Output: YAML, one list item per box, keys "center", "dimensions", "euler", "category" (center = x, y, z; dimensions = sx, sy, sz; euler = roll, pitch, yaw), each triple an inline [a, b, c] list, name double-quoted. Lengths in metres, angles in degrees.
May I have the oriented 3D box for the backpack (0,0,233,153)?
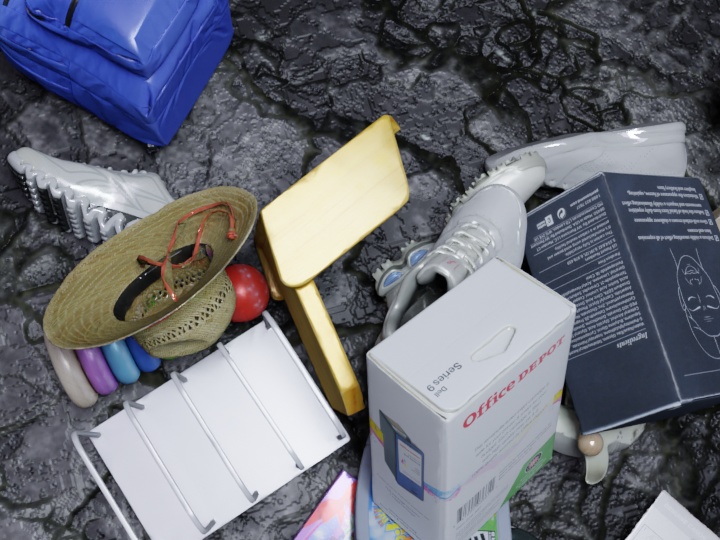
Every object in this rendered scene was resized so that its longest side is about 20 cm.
- center: [-0.238, -0.242, 0.895]
  dimensions: [0.200, 0.168, 0.163]
  euler: [28, 72, 6]
  category: "backpack"

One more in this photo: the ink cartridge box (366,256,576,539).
- center: [0.085, 0.110, 0.762]
  dimensions: [0.145, 0.200, 0.087]
  euler: [-36, 55, -27]
  category: "ink cartridge box"

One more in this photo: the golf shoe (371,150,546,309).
- center: [0.111, -0.018, 0.897]
  dimensions: [0.200, 0.078, 0.097]
  euler: [-45, 70, 11]
  category: "golf shoe"

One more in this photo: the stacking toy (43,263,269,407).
- center: [-0.178, 0.048, 0.882]
  dimensions: [0.200, 0.085, 0.085]
  euler: [-23, 81, -9]
  category: "stacking toy"

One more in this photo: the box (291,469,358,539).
- center: [-0.019, 0.299, 0.864]
  dimensions: [0.137, 0.039, 0.200]
  euler: [36, 79, 3]
  category: "box"

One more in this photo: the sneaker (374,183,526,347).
- center: [0.082, 0.004, 0.802]
  dimensions: [0.078, 0.099, 0.200]
  euler: [28, 73, 13]
  category: "sneaker"

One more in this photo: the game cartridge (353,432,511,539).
- center: [0.061, 0.210, 0.831]
  dimensions: [0.133, 0.040, 0.200]
  euler: [-1, 48, 3]
  category: "game cartridge"

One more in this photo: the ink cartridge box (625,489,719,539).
- center: [0.267, 0.327, 0.877]
  dimensions: [0.161, 0.050, 0.200]
  euler: [41, 75, 5]
  category: "ink cartridge box"

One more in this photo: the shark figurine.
- center: [0.155, 0.130, 0.894]
  dimensions: [0.214, 0.090, 0.128]
  euler: [35, 45, -5]
  category: "shark figurine"

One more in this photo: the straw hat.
- center: [-0.153, 0.024, 0.807]
  dimensions: [0.201, 0.201, 0.085]
  euler: [-35, 122, -9]
  category: "straw hat"

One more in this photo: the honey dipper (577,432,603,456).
- center: [0.208, 0.075, 0.885]
  dimensions: [0.038, 0.038, 0.200]
  euler: [11, 54, -2]
  category: "honey dipper"

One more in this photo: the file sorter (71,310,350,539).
- center: [-0.125, 0.143, 0.845]
  dimensions: [0.200, 0.125, 0.139]
  euler: [-32, 83, -10]
  category: "file sorter"

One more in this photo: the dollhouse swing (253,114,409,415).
- center: [0.000, 0.000, 0.845]
  dimensions: [0.182, 0.200, 0.176]
  euler: [-39, 90, -10]
  category: "dollhouse swing"

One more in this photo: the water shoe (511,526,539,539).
- center: [0.117, 0.323, 0.832]
  dimensions: [0.071, 0.079, 0.200]
  euler: [12, 85, -34]
  category: "water shoe"

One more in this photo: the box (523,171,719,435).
- center: [0.247, 0.027, 0.845]
  dimensions: [0.148, 0.107, 0.200]
  euler: [-1, 69, -39]
  category: "box"

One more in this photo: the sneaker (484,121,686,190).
- center: [0.223, -0.091, 0.947]
  dimensions: [0.200, 0.075, 0.089]
  euler: [-8, 100, -2]
  category: "sneaker"

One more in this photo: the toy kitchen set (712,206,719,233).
- center: [0.363, -0.089, 0.950]
  dimensions: [0.163, 0.180, 0.200]
  euler: [46, 40, 2]
  category: "toy kitchen set"

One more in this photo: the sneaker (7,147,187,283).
- center: [-0.234, -0.065, 0.913]
  dimensions: [0.200, 0.075, 0.081]
  euler: [28, 65, -1]
  category: "sneaker"
